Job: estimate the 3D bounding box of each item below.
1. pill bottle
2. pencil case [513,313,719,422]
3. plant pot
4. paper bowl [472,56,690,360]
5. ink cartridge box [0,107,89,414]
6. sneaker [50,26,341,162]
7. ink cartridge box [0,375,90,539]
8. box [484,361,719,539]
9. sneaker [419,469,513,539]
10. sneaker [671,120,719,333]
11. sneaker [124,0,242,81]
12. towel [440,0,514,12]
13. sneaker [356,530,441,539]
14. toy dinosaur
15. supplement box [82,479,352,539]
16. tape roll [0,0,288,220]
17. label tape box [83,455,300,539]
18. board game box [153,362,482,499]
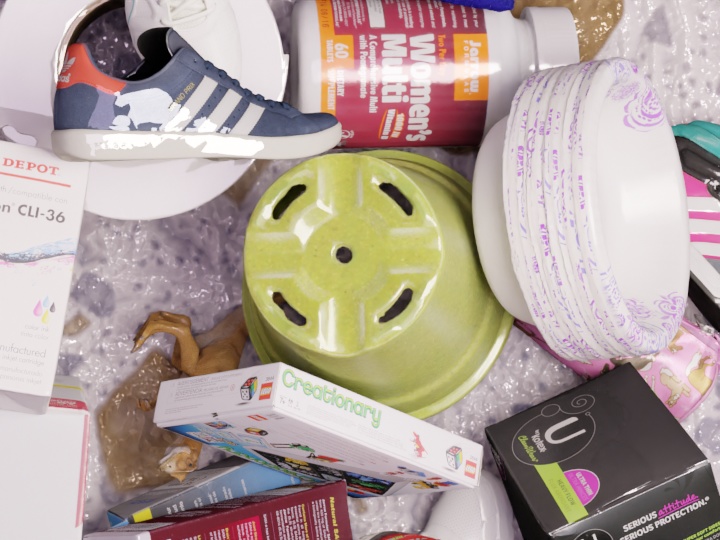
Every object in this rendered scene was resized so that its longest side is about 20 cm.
[{"bbox_3d":[0.051,-0.143,1.534,0.199,0.110,0.110,-1,94,-6],"label":"pill bottle"},{"bbox_3d":[0.172,0.031,1.574,0.200,0.083,0.087,35,77,-7],"label":"pencil case"},{"bbox_3d":[0.000,0.000,1.443,0.199,0.184,0.202,-1,82,9],"label":"plant pot"},{"bbox_3d":[0.146,-0.039,1.450,0.104,0.200,0.202,-6,95,27],"label":"paper bowl"},{"bbox_3d":[-0.239,-0.019,1.364,0.116,0.068,0.201,9,73,-8],"label":"ink cartridge box"},{"bbox_3d":[-0.100,-0.112,1.361,0.199,0.075,0.085,-2,92,-32],"label":"sneaker"},{"bbox_3d":[-0.234,0.151,1.476,0.083,0.200,0.146,4,93,-10],"label":"ink cartridge box"},{"bbox_3d":[0.189,0.198,1.522,0.124,0.149,0.201,-23,121,-5],"label":"box"},{"bbox_3d":[0.039,0.239,1.553,0.115,0.073,0.201,13,93,-46],"label":"sneaker"},{"bbox_3d":[0.278,-0.034,1.567,0.121,0.084,0.200,-38,74,-3],"label":"sneaker"},{"bbox_3d":[-0.125,-0.198,1.386,0.070,0.080,0.201,-18,100,-6],"label":"sneaker"},{"bbox_3d":[0.008,-0.232,1.515,0.199,0.148,0.050,9,122,-7],"label":"towel"},{"bbox_3d":[-0.004,0.238,1.429,0.200,0.085,0.077,-47,116,-41],"label":"sneaker"},{"bbox_3d":[-0.109,0.062,1.559,0.106,0.060,0.201,33,66,-7],"label":"toy dinosaur"},{"bbox_3d":[-0.088,0.212,1.449,0.199,0.061,0.110,-8,89,-47],"label":"supplement box"},{"bbox_3d":[-0.157,-0.138,1.496,0.201,0.139,0.204,0,94,-7],"label":"tape roll"},{"bbox_3d":[-0.119,0.223,1.510,0.199,0.063,0.145,-20,97,-43],"label":"label tape box"},{"bbox_3d":[-0.028,0.114,1.482,0.199,0.126,0.035,25,66,-40],"label":"board game box"}]
